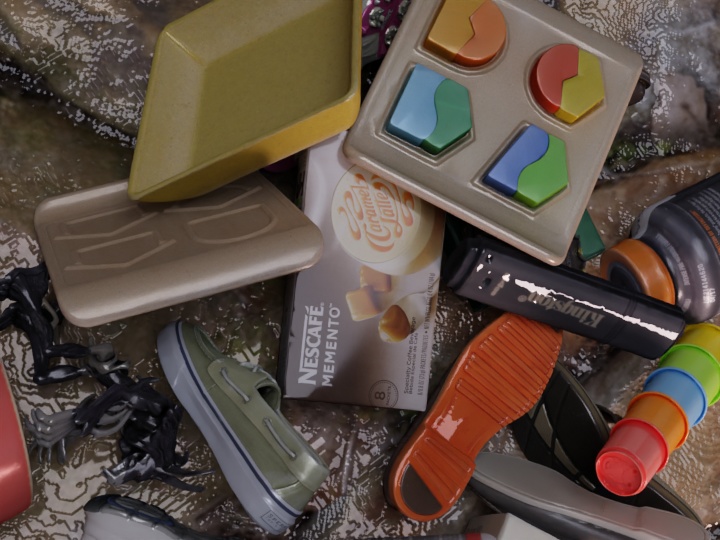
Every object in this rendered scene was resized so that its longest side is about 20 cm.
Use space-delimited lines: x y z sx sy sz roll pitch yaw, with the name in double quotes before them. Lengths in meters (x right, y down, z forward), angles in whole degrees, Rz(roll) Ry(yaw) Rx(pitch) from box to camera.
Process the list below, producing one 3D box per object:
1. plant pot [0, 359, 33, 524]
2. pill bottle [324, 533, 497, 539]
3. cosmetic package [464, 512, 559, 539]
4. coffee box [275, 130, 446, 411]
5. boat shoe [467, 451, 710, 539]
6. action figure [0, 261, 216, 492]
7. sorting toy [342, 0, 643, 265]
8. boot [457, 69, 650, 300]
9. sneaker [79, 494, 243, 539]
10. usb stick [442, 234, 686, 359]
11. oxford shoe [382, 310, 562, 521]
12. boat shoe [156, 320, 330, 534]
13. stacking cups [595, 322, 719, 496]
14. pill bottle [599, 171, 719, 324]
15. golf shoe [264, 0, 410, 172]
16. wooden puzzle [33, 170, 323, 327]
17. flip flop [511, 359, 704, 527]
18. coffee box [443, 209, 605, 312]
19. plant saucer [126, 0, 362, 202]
"plant pot" -0.323 0.117 0.801 0.175 0.200 0.203 -16 80 -24
"pill bottle" -0.003 0.236 0.794 0.197 0.116 0.118 -4 77 3
"cosmetic package" 0.092 0.290 0.890 0.086 0.103 0.202 27 71 -4
"coffee box" 0.000 0.000 0.928 0.113 0.080 0.203 7 88 -10
"boat shoe" 0.166 0.198 0.928 0.198 0.067 0.058 17 109 21
"action figure" -0.197 0.097 0.868 0.102 0.119 0.200 -37 77 -27
"sorting toy" 0.105 -0.128 0.902 0.183 0.037 0.202 26 69 -3
"boot" 0.155 -0.068 0.969 0.197 0.069 0.177 -12 85 -11
"sneaker" -0.118 0.234 0.882 0.198 0.075 0.088 22 88 -2
"usb stick" 0.157 0.022 0.919 0.198 0.056 0.033 19 46 -19
"oxford shoe" 0.081 0.102 0.943 0.071 0.073 0.200 44 76 -10
"boat shoe" -0.084 0.101 0.874 0.062 0.072 0.200 -39 52 1
"stacking cups" 0.234 0.106 0.941 0.061 0.060 0.199 54 43 4
"pill bottle" 0.298 -0.023 1.008 0.198 0.106 0.107 -24 83 -17
"golf shoe" -0.039 -0.173 0.997 0.091 0.075 0.201 28 76 27
"wooden puzzle" -0.138 -0.019 0.889 0.183 0.200 0.047 -15 118 -15
"flip flop" 0.198 0.150 0.967 0.200 0.081 0.057 44 36 9
"coffee box" 0.107 -0.079 1.011 0.122 0.044 0.202 -24 83 -16
"plant saucer" -0.073 -0.145 0.912 0.048 0.198 0.202 47 32 -39
